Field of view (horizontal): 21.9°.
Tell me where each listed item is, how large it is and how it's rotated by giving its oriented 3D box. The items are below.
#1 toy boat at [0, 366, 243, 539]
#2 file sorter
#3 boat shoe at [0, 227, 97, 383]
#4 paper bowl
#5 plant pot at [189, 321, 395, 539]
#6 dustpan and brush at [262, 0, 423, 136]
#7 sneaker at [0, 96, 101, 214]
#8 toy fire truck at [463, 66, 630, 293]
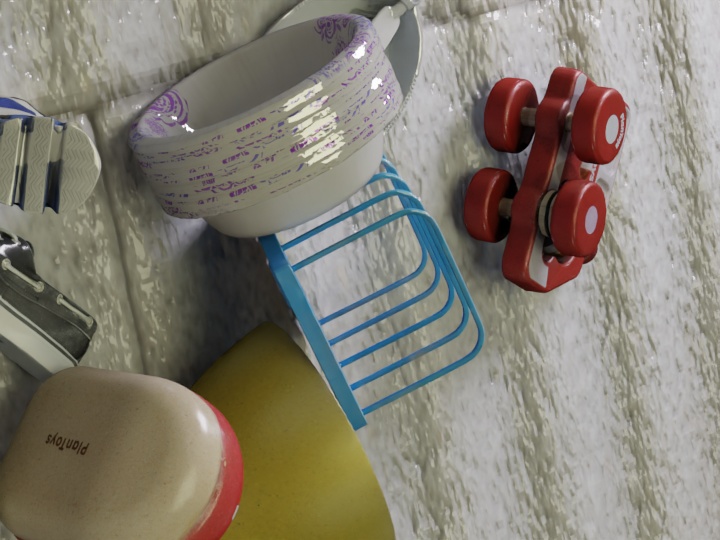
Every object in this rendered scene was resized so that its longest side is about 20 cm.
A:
[{"bbox_3d":[-0.148,0.147,1.269,0.130,0.199,0.131,35,71,-37],"label":"toy boat"},{"bbox_3d":[0.000,0.000,1.409,0.122,0.200,0.139,-27,112,-1],"label":"file sorter"},{"bbox_3d":[-0.257,0.002,1.297,0.200,0.071,0.068,45,67,-35],"label":"boat shoe"},{"bbox_3d":[-0.063,-0.099,1.372,0.200,0.200,0.105,-39,116,-32],"label":"paper bowl"},{"bbox_3d":[-0.084,0.159,1.393,0.141,0.200,0.201,-28,111,-14],"label":"plant pot"},{"bbox_3d":[0.018,-0.204,1.527,0.140,0.057,0.201,50,62,-30],"label":"dustpan and brush"},{"bbox_3d":[-0.278,-0.084,1.272,0.198,0.115,0.081,12,95,-10],"label":"sneaker"},{"bbox_3d":[0.183,-0.076,1.653,0.168,0.111,0.202,26,76,-57],"label":"toy fire truck"}]
